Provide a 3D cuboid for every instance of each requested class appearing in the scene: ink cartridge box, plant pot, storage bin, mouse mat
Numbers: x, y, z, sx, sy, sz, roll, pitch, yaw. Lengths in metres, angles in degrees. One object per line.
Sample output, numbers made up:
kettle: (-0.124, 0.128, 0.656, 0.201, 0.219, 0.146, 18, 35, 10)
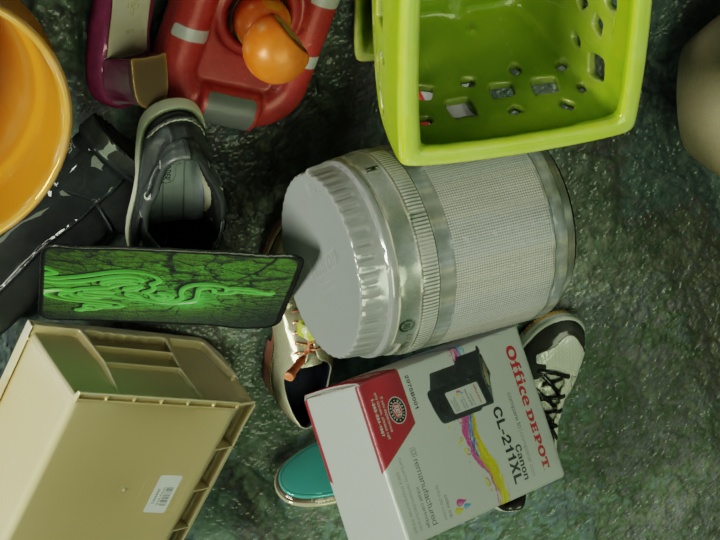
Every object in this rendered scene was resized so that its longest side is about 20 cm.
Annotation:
ink cartridge box: (0.067, 0.145, 1.663, 0.199, 0.083, 0.147, -18, 89, -40)
plant pot: (-0.316, -0.141, 1.343, 0.198, 0.184, 0.202, -10, 124, -15)
storage bin: (-0.218, 0.157, 1.613, 0.197, 0.094, 0.201, 7, 120, -43)
plant pot: (0.342, -0.148, 1.616, 0.133, 0.201, 0.202, 0, 131, 22)
mouse mat: (-0.150, 0.014, 1.486, 0.198, 0.008, 0.161, 3, 158, -9)
plant pot: (0.095, -0.217, 1.456, 0.198, 0.182, 0.201, -10, 125, -16)

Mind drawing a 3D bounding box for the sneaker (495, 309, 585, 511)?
sneaker: (0.166, 0.136, 1.777, 0.075, 0.088, 0.201, 11, 115, -25)

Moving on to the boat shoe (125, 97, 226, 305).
boat shoe: (-0.137, -0.035, 1.467, 0.074, 0.066, 0.201, -8, 134, -19)

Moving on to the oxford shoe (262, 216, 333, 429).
oxford shoe: (-0.045, 0.043, 1.640, 0.070, 0.074, 0.202, -11, 125, -14)

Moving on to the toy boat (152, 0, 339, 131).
toy boat: (-0.073, -0.187, 1.441, 0.129, 0.131, 0.201, 9, 118, -26)

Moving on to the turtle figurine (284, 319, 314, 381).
turtle figurine: (0.000, 0.000, 1.595, 0.199, 0.064, 0.163, -31, 121, -43)

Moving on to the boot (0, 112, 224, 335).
boot: (-0.231, -0.012, 1.536, 0.200, 0.066, 0.165, -43, 126, 8)

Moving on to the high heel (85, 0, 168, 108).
high heel: (-0.182, -0.222, 1.439, 0.067, 0.096, 0.202, -16, 109, -33)

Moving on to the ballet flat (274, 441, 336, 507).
ballet flat: (0.017, 0.174, 1.763, 0.198, 0.070, 0.070, -23, 127, -7)

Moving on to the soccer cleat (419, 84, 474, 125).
soccer cleat: (0.093, -0.092, 1.611, 0.085, 0.069, 0.201, -25, 123, 1)

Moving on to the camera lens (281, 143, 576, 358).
camera lens: (0.057, -0.024, 1.490, 0.198, 0.160, 0.161, -14, 126, -24)
